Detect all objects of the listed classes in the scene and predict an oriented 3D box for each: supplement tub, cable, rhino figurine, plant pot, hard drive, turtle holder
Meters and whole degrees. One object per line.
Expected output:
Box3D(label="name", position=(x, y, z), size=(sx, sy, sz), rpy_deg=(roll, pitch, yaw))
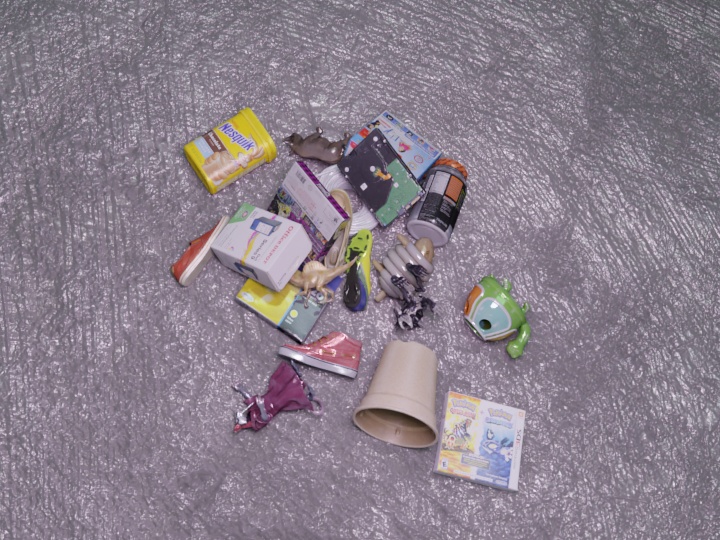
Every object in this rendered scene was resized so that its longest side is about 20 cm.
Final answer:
Box3D(label="supplement tub", position=(0.202, -0.177, 1.651), size=(0.120, 0.123, 0.204), rpy_deg=(23, 68, 1))
Box3D(label="cable", position=(-0.031, -0.180, 1.648), size=(0.197, 0.069, 0.203), rpy_deg=(-29, 78, -18))
Box3D(label="rhino figurine", position=(-0.122, -0.327, 1.676), size=(0.195, 0.060, 0.089), rpy_deg=(14, 60, 23))
Box3D(label="plant pot", position=(0.097, 0.270, 1.452), size=(0.195, 0.202, 0.187), rpy_deg=(18, 58, -1))
Box3D(label="hard drive", position=(0.052, -0.226, 1.581), size=(0.139, 0.038, 0.202), rpy_deg=(-39, 86, 16))
Box3D(label="turtle holder", position=(0.333, 0.112, 1.574), size=(0.131, 0.141, 0.187), rpy_deg=(-42, 120, -5))

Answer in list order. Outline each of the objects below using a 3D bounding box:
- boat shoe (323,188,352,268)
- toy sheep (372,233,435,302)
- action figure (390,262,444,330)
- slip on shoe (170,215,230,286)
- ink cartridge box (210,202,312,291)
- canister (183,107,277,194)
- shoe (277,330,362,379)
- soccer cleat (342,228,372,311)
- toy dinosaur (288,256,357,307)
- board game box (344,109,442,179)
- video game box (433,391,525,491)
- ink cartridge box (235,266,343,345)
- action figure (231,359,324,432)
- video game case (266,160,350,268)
Box3D(label="boat shoe", position=(-0.061, -0.094, 1.561), size=(0.071, 0.063, 0.207), rpy_deg=(10, 106, 4))
Box3D(label="toy sheep", position=(0.105, -0.001, 1.575), size=(0.138, 0.138, 0.200), rpy_deg=(45, 100, 10))
Box3D(label="action figure", position=(0.127, 0.086, 1.499), size=(0.117, 0.203, 0.102), rpy_deg=(-30, 46, -13))
Box3D(label="slip on shoe", position=(-0.385, -0.057, 1.554), size=(0.060, 0.074, 0.202), rpy_deg=(33, 74, 8))
Box3D(label="ink cartridge box", position=(-0.234, -0.058, 1.522), size=(0.197, 0.088, 0.147), rpy_deg=(23, 66, 31))
Box3D(label="canister", position=(-0.333, -0.304, 1.641), size=(0.198, 0.087, 0.150), rpy_deg=(-34, 78, -16))
Box3D(label="shoe", position=(-0.091, 0.182, 1.500), size=(0.195, 0.071, 0.094), rpy_deg=(18, 76, -11))
Box3D(label="soccer cleat", position=(-0.001, 0.000, 1.583), size=(0.063, 0.083, 0.206), rpy_deg=(1, 74, 27))
Box3D(label="toy dinosaur", position=(-0.094, 0.026, 1.516), size=(0.194, 0.058, 0.104), rpy_deg=(-13, 87, -2))
Box3D(label="board game box", position=(0.088, -0.306, 1.680), size=(0.198, 0.056, 0.196), rpy_deg=(38, 48, 6))
Box3D(label="video game box", position=(0.280, 0.398, 1.498), size=(0.194, 0.047, 0.187), rpy_deg=(14, 67, -3))
Box3D(label="ink cartridge box", position=(-0.169, 0.043, 1.562), size=(0.195, 0.047, 0.203), rpy_deg=(31, 71, 4))
Box3D(label="action figure", position=(-0.205, 0.303, 1.452), size=(0.199, 0.134, 0.150), rpy_deg=(-39, 122, -7))
Box3D(label="video game case", position=(-0.134, -0.127, 1.553), size=(0.201, 0.183, 0.035), rpy_deg=(49, 32, 20))
